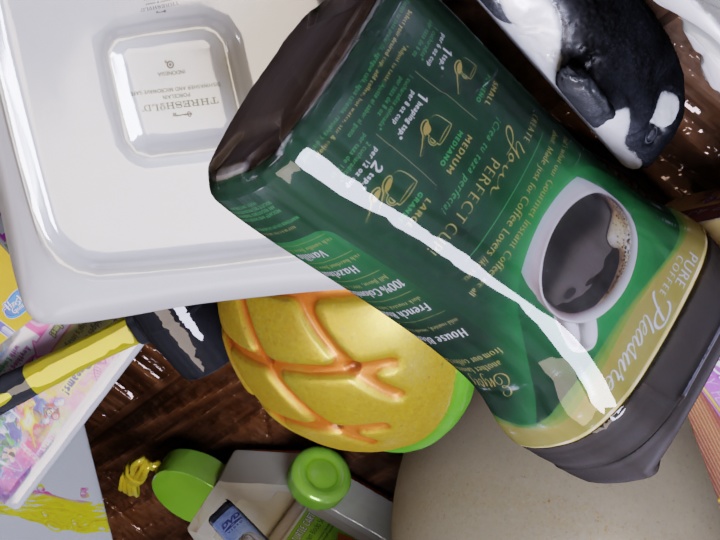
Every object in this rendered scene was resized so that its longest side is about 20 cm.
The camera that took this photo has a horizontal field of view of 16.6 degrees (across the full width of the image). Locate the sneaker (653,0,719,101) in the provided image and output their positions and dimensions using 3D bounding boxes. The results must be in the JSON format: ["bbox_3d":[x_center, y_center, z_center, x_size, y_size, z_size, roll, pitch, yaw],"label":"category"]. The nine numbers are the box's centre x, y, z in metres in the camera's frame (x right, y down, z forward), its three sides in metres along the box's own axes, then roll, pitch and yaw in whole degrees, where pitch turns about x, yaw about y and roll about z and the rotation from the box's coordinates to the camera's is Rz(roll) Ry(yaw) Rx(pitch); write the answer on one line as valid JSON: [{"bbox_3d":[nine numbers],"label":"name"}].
[{"bbox_3d":[0.134,-0.125,0.856,0.082,0.075,0.200,-24,128,31],"label":"sneaker"}]

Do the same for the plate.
[{"bbox_3d":[-0.068,-0.075,0.966,0.199,0.032,0.201,-6,109,18],"label":"plate"}]

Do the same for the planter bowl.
[{"bbox_3d":[0.097,0.145,1.146,0.200,0.135,0.201,17,143,13],"label":"planter bowl"}]

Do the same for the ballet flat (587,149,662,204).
[{"bbox_3d":[0.118,0.013,1.041,0.200,0.046,0.067,39,142,-16],"label":"ballet flat"}]

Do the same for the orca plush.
[{"bbox_3d":[0.069,-0.124,0.912,0.200,0.071,0.105,46,-175,-18],"label":"orca plush"}]

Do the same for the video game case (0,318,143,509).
[{"bbox_3d":[-0.184,-0.007,1.157,0.182,0.024,0.200,34,114,-10],"label":"video game case"}]

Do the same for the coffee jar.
[{"bbox_3d":[0.048,-0.012,0.907,0.200,0.104,0.085,40,158,-18],"label":"coffee jar"}]

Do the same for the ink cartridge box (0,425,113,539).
[{"bbox_3d":[-0.214,0.151,1.265,0.144,0.201,0.145,-5,153,-25],"label":"ink cartridge box"}]

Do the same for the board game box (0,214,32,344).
[{"bbox_3d":[-0.250,0.015,1.138,0.200,0.034,0.135,-38,101,21],"label":"board game box"}]

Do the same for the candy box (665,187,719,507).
[{"bbox_3d":[0.194,0.060,0.974,0.116,0.056,0.201,-11,104,44],"label":"candy box"}]

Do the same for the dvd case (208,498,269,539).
[{"bbox_3d":[0.013,0.203,1.197,0.200,0.018,0.143,42,173,40],"label":"dvd case"}]

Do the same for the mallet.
[{"bbox_3d":[-0.151,0.039,1.144,0.199,0.041,0.066,-19,112,19],"label":"mallet"}]

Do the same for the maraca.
[{"bbox_3d":[0.000,0.000,1.051,0.137,0.107,0.200,37,142,18],"label":"maraca"}]

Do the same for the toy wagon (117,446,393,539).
[{"bbox_3d":[-0.032,0.142,1.309,0.200,0.040,0.155,30,144,-2],"label":"toy wagon"}]
